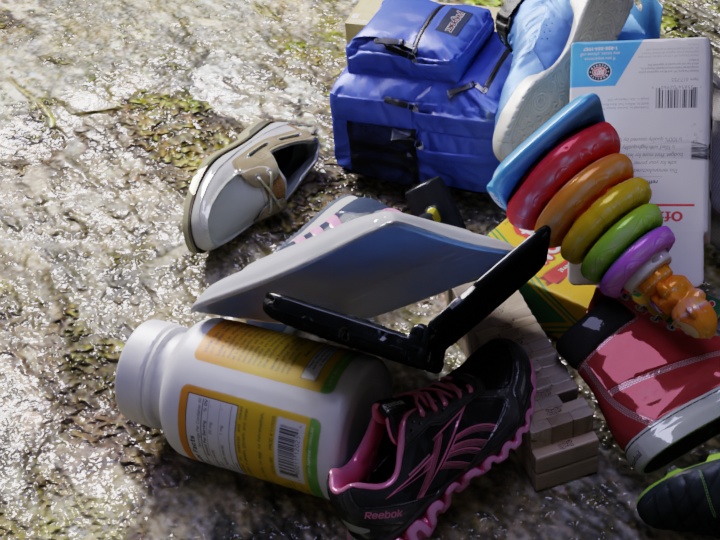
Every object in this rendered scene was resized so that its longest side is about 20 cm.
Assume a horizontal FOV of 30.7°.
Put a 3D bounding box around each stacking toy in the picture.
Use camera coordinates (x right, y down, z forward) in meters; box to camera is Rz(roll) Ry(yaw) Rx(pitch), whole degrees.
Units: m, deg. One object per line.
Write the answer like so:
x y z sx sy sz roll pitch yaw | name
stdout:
0.197 -0.024 0.994 0.110 0.116 0.201 -41 73 4 | stacking toy

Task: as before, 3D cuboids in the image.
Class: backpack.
0.085 -0.168 1.274 0.198 0.169 0.163 16 50 20 | backpack

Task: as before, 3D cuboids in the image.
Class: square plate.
0.000 0.000 1.022 0.198 0.197 0.029 -22 72 32 | square plate

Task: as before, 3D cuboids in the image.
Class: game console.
0.039 0.010 0.960 0.174 0.200 0.118 17 86 9 | game console

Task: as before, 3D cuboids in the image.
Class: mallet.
0.064 -0.034 1.131 0.041 0.066 0.200 -26 10 10 | mallet

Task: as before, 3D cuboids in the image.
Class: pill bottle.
-0.084 0.099 1.008 0.198 0.112 0.111 13 42 22 | pill bottle

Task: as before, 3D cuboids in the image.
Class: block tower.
0.126 0.080 1.049 0.057 0.055 0.201 -15 40 -11 | block tower

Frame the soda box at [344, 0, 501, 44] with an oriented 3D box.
0.087 -0.255 1.460 0.197 0.065 0.068 9 41 19 | soda box

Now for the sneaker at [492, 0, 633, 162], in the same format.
0.158 -0.187 1.188 0.111 0.076 0.202 22 83 55 | sneaker

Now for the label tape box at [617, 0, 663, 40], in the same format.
0.229 -0.187 1.246 0.062 0.202 0.145 -10 38 -5 | label tape box

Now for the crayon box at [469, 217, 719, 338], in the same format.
0.205 0.007 1.131 0.199 0.051 0.127 26 48 33 | crayon box

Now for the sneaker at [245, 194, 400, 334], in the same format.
-0.023 -0.001 1.155 0.081 0.071 0.200 14 44 29 | sneaker

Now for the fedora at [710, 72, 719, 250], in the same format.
0.326 -0.083 1.166 0.090 0.177 0.201 -37 48 7 | fedora

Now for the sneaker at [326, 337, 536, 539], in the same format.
0.050 0.115 0.947 0.200 0.096 0.079 -48 35 -20 | sneaker

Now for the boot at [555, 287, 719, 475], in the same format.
0.256 0.054 1.015 0.198 0.073 0.145 -21 61 -20 | boot

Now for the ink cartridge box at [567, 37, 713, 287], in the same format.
0.233 -0.085 1.089 0.114 0.203 0.068 1 -6 18 | ink cartridge box

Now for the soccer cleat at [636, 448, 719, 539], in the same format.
0.295 0.169 0.913 0.197 0.068 0.082 -5 51 1 | soccer cleat

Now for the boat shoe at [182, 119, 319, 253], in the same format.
-0.104 -0.086 1.269 0.068 0.075 0.201 6 39 23 | boat shoe
